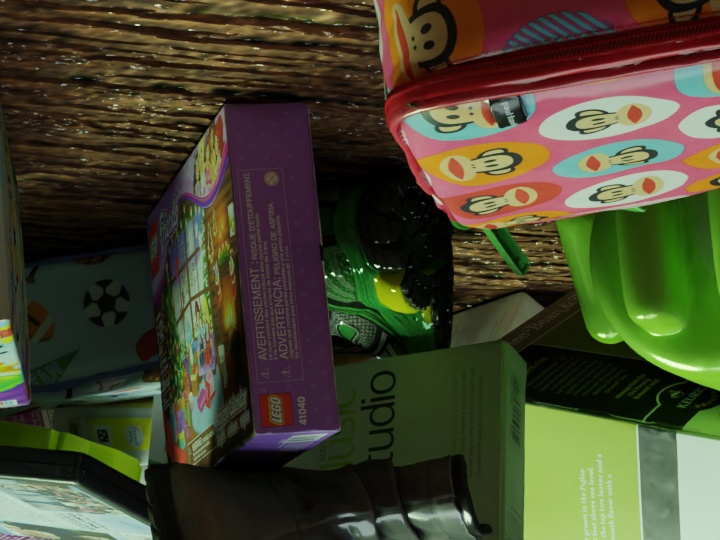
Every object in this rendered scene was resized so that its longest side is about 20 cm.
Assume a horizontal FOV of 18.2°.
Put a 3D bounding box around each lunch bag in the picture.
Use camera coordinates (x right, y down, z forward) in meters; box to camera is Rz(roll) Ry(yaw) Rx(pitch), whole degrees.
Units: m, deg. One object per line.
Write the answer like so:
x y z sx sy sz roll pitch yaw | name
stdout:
0.099 -0.075 0.758 0.175 0.082 0.200 -11 169 7 | lunch bag
-0.144 0.035 1.189 0.199 0.076 0.160 -6 172 8 | lunch bag

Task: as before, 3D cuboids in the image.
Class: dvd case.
-0.185 0.105 1.078 0.199 0.018 0.143 3 161 24 | dvd case

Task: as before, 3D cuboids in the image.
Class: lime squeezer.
0.070 -0.034 1.007 0.070 0.038 0.200 13 169 -8 | lime squeezer

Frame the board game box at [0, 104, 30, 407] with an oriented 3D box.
-0.187 -0.007 0.887 0.102 0.105 0.200 -4 169 -7 | board game box

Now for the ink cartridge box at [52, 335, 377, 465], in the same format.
-0.084 0.074 1.327 0.199 0.047 0.197 0 -169 31 | ink cartridge box

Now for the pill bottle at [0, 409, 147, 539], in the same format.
-0.229 0.122 1.475 0.112 0.113 0.200 -16 164 43 | pill bottle

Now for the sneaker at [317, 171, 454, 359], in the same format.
0.000 0.000 1.113 0.085 0.078 0.200 -1 161 13 | sneaker

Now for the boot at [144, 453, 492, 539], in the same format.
-0.014 0.102 0.941 0.131 0.070 0.200 -10 179 5 | boot

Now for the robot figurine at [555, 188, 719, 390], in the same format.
0.178 -0.002 1.037 0.175 0.116 0.200 -12 167 24 | robot figurine

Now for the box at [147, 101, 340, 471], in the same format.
-0.056 0.019 0.989 0.039 0.138 0.200 -2 168 -15 | box

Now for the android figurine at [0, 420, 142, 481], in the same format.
-0.202 0.109 1.215 0.199 0.041 0.182 6 165 21 | android figurine

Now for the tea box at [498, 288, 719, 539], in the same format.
0.174 0.096 1.187 0.196 0.134 0.200 10 -155 35 | tea box

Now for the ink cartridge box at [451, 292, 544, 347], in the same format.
0.073 0.090 1.444 0.117 0.067 0.200 37 150 -20 | ink cartridge box

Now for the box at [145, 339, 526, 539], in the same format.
-0.016 0.118 1.101 0.199 0.145 0.036 -11 150 24 | box
